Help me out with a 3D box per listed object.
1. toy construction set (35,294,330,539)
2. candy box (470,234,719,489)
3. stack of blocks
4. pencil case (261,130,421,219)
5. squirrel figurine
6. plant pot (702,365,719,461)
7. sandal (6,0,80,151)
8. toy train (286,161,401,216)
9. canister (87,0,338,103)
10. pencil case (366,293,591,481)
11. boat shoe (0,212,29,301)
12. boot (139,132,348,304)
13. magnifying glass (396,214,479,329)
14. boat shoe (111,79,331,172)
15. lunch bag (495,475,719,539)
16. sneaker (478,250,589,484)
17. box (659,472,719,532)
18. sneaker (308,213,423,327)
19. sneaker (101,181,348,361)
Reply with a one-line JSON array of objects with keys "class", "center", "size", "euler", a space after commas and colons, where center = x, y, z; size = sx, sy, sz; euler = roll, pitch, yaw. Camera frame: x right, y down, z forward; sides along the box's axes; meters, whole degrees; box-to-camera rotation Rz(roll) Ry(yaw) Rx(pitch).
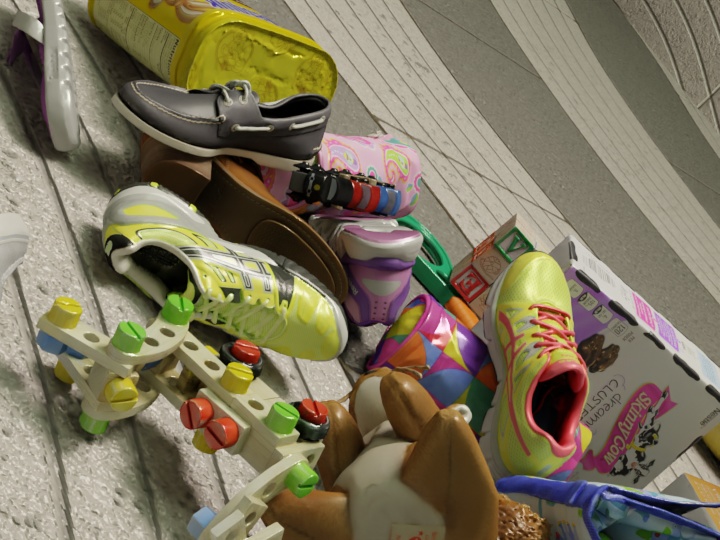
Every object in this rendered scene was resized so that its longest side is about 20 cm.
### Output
[{"class": "toy construction set", "center": [-0.097, 0.092, 0.912], "size": [0.131, 0.092, 0.200], "euler": [-4, 52, -54]}, {"class": "candy box", "center": [0.198, 0.098, 1.351], "size": [0.200, 0.168, 0.072], "euler": [39, 21, -12]}, {"class": "stack of blocks", "center": [0.195, 0.042, 1.494], "size": [0.200, 0.115, 0.059], "euler": [48, 15, -6]}, {"class": "pencil case", "center": [-0.019, -0.090, 1.413], "size": [0.088, 0.087, 0.200], "euler": [52, 25, 20]}, {"class": "squirrel figurine", "center": [0.040, 0.159, 1.043], "size": [0.200, 0.141, 0.187], "euler": [55, 8, -13]}, {"class": "plant pot", "center": [0.463, 0.162, 1.739], "size": [0.141, 0.201, 0.200], "euler": [21, 17, 12]}, {"class": "sandal", "center": [-0.249, -0.170, 1.184], "size": [0.049, 0.083, 0.203], "euler": [-9, 42, -9]}, {"class": "toy train", "center": [-0.006, -0.066, 1.284], "size": [0.046, 0.034, 0.200], "euler": [15, 4, 19]}, {"class": "canister", "center": [-0.133, -0.198, 1.326], "size": [0.148, 0.087, 0.200], "euler": [13, 18, -42]}, {"class": "pencil case", "center": [0.099, 0.108, 1.276], "size": [0.200, 0.088, 0.088], "euler": [42, 21, -13]}, {"class": "boat shoe", "center": [-0.233, 0.018, 0.852], "size": [0.069, 0.072, 0.200], "euler": [65, 13, -6]}, {"class": "boot", "center": [-0.094, -0.055, 1.253], "size": [0.199, 0.077, 0.155], "euler": [31, 20, -15]}, {"class": "magnifying glass", "center": [0.081, 0.017, 1.498], "size": [0.079, 0.022, 0.200], "euler": [17, 32, -51]}, {"class": "boat shoe", "center": [-0.103, -0.127, 1.196], "size": [0.199, 0.063, 0.073], "euler": [10, 32, -45]}, {"class": "lunch bag", "center": [0.199, 0.218, 1.104], "size": [0.200, 0.128, 0.170], "euler": [41, -16, -11]}, {"class": "sneaker", "center": [0.148, 0.073, 1.212], "size": [0.078, 0.090, 0.201], "euler": [15, 64, -24]}, {"class": "box", "center": [0.334, 0.276, 1.370], "size": [0.200, 0.097, 0.125], "euler": [24, 28, -43]}, {"class": "sneaker", "center": [0.000, 0.000, 1.302], "size": [0.080, 0.089, 0.200], "euler": [0, 8, -10]}, {"class": "sneaker", "center": [-0.101, 0.018, 1.100], "size": [0.199, 0.076, 0.077], "euler": [28, 32, -12]}]
